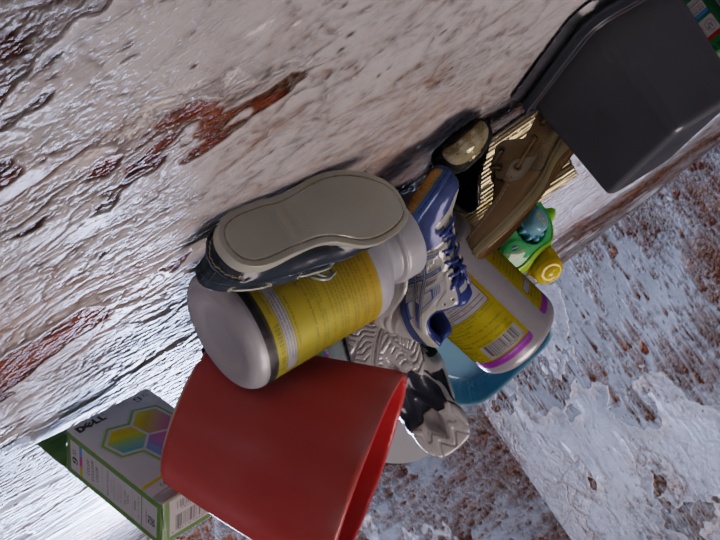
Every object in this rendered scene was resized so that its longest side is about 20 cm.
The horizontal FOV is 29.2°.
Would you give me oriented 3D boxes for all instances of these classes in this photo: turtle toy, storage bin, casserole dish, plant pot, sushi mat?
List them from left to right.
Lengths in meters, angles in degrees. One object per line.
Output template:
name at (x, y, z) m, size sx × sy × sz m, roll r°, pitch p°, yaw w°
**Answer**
plant pot at (-0.073, 0.158, 1.254) m, size 0.200 × 0.177 × 0.201 m, roll 20°, pitch 90°, yaw -80°
turtle toy at (0.128, -0.043, 1.542) m, size 0.200 × 0.146 × 0.101 m, roll -18°, pitch 132°, yaw -12°
casserole dish at (0.134, 0.089, 1.604) m, size 0.121 × 0.039 × 0.200 m, roll 19°, pitch 133°, yaw -25°
sushi mat at (0.129, -0.081, 1.458) m, size 0.200 × 0.096 × 0.012 m, roll -35°, pitch -156°, yaw 5°
storage bin at (0.252, -0.169, 1.256) m, size 0.146 × 0.134 × 0.200 m, roll -31°, pitch 172°, yaw -21°

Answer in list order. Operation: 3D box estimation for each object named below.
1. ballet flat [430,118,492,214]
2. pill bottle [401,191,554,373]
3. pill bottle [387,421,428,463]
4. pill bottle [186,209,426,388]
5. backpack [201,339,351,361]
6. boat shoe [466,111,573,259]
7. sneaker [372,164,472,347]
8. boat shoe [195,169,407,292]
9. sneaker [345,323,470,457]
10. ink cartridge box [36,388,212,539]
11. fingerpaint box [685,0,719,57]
ballet flat at (0.105, -0.101, 1.330) m, size 0.066 × 0.057 × 0.200 m, roll -35°, pitch 172°, yaw -3°
pill bottle at (0.100, 0.010, 1.425) m, size 0.104 × 0.200 × 0.104 m, roll -40°, pitch -158°, yaw 19°
pill bottle at (0.047, 0.138, 1.762) m, size 0.114 × 0.200 × 0.114 m, roll -1°, pitch 138°, yaw -1°
pill bottle at (-0.042, 0.011, 1.204) m, size 0.200 × 0.112 × 0.112 m, roll -30°, pitch 171°, yaw -27°
backpack at (-0.078, 0.106, 1.433) m, size 0.126 × 0.167 × 0.200 m, roll -3°, pitch -167°, yaw 11°
boat shoe at (0.156, -0.098, 1.351) m, size 0.200 × 0.065 × 0.071 m, roll -52°, pitch 175°, yaw -19°
sneaker at (0.074, -0.012, 1.307) m, size 0.075 × 0.088 × 0.200 m, roll -51°, pitch 164°, yaw -44°
boat shoe at (-0.045, -0.026, 1.112) m, size 0.200 × 0.075 × 0.062 m, roll -25°, pitch 166°, yaw -43°
sneaker at (0.043, 0.102, 1.519) m, size 0.079 × 0.199 × 0.130 m, roll -41°, pitch -164°, yaw 3°
ink cartridge box at (-0.222, 0.180, 1.374) m, size 0.104 × 0.200 × 0.059 m, roll -27°, pitch 134°, yaw -40°
fingerpaint box at (0.355, -0.236, 1.480) m, size 0.167 × 0.073 × 0.200 m, roll -26°, pitch 168°, yaw -45°
